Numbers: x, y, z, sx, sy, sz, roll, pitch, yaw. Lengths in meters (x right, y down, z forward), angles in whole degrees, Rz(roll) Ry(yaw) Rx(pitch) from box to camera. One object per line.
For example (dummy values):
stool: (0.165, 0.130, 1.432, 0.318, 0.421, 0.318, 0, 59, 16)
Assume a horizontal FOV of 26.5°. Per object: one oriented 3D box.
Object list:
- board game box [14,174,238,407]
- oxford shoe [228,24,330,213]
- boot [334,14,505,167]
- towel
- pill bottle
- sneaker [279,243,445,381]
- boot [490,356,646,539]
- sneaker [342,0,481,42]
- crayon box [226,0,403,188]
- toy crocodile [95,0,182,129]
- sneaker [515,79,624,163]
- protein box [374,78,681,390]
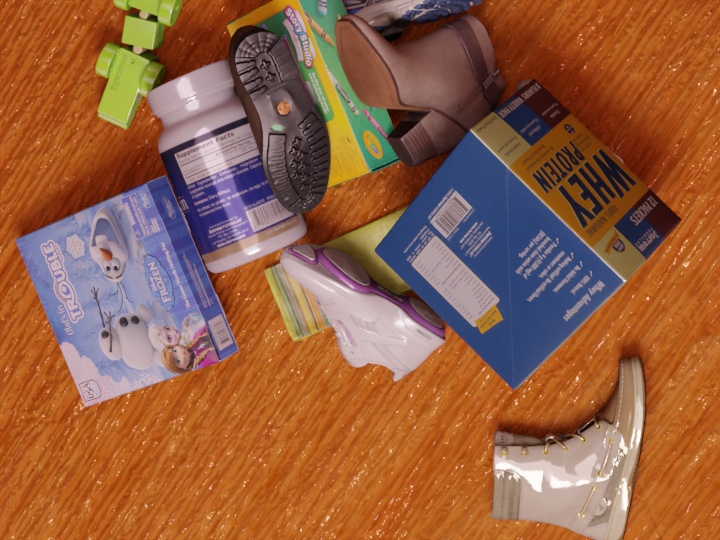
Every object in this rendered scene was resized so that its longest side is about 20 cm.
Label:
board game box: (-0.251, 0.025, 1.632, 0.198, 0.043, 0.201, -20, 95, 32)
oxford shoe: (-0.080, -0.154, 1.531, 0.072, 0.084, 0.201, -20, 115, -11)
boot: (0.066, -0.207, 1.523, 0.146, 0.070, 0.201, -44, 129, -22)
towel: (0.000, 0.000, 1.635, 0.199, 0.018, 0.087, -24, 95, 11)
pill bottle: (-0.142, -0.109, 1.590, 0.115, 0.116, 0.201, -21, 94, 11)
sneaker: (-0.009, 0.048, 1.592, 0.199, 0.075, 0.100, 33, 112, -18)
boot: (0.216, 0.179, 1.604, 0.153, 0.072, 0.202, 9, 100, 9)
sneaker: (0.046, -0.291, 1.541, 0.199, 0.077, 0.086, -17, 82, 28)
crayon box: (-0.047, -0.185, 1.564, 0.118, 0.058, 0.201, -17, 98, 47)
toy crocodile: (-0.230, -0.248, 1.616, 0.067, 0.062, 0.201, 20, 105, 5)
sneaker: (0.222, -0.111, 1.565, 0.080, 0.070, 0.201, -28, 101, 6)
protein box: (0.160, -0.033, 1.496, 0.200, 0.135, 0.199, 44, 134, 6)
